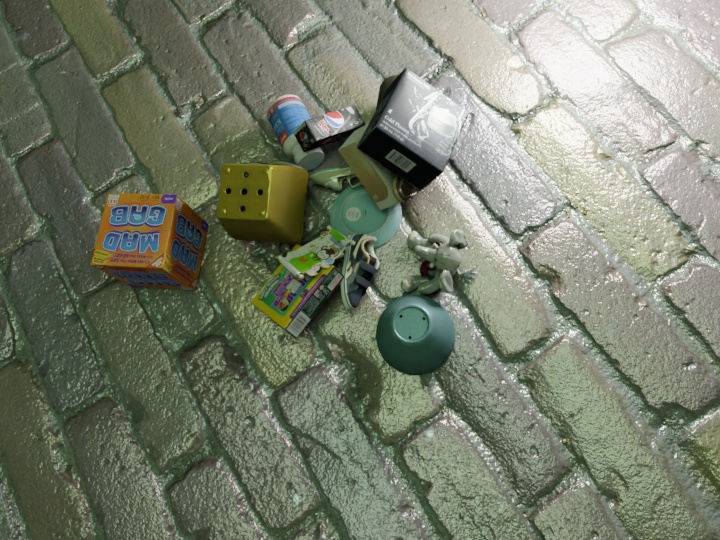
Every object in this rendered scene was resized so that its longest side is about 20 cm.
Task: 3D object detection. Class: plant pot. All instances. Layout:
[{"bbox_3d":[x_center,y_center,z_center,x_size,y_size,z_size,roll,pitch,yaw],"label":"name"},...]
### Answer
[{"bbox_3d":[-0.263,-0.183,1.532,0.199,0.176,0.201,4,87,14],"label":"plant pot"},{"bbox_3d":[0.129,0.145,1.452,0.199,0.135,0.201,-3,73,8],"label":"plant pot"}]

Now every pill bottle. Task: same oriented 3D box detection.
[{"bbox_3d":[-0.179,-0.386,1.684,0.112,0.112,0.200,-27,69,0],"label":"pill bottle"}]

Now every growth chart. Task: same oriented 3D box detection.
[{"bbox_3d":[-0.109,-0.046,1.522,0.200,0.018,0.145,-33,40,-29],"label":"growth chart"}]

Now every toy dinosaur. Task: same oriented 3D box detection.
[{"bbox_3d":[-0.194,-0.133,1.644,0.088,0.047,0.201,-16,67,11],"label":"toy dinosaur"}]

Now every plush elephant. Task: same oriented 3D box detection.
[{"bbox_3d":[0.193,-0.025,1.483,0.199,0.155,0.165,13,75,14],"label":"plush elephant"}]

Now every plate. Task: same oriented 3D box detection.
[{"bbox_3d":[0.013,-0.154,1.625,0.199,0.026,0.201,-3,73,8],"label":"plate"}]

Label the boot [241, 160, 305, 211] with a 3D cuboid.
[{"bbox_3d":[-0.253,-0.222,1.660,0.203,0.073,0.154,5,75,26],"label":"boot"}]

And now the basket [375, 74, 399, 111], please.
[{"bbox_3d":[0.109,-0.421,1.639,0.180,0.136,0.201,-1,68,-3],"label":"basket"}]

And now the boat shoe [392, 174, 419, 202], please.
[{"bbox_3d":[0.151,-0.244,1.555,0.072,0.200,0.072,-17,109,41],"label":"boat shoe"}]

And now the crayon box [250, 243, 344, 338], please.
[{"bbox_3d":[-0.165,0.049,1.538,0.200,0.058,0.172,-52,44,-8],"label":"crayon box"}]

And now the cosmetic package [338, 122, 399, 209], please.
[{"bbox_3d":[0.042,-0.270,1.556,0.071,0.200,0.105,-16,29,44],"label":"cosmetic package"}]

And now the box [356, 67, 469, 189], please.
[{"bbox_3d":[0.130,-0.345,1.469,0.200,0.124,0.197,31,65,-13],"label":"box"}]

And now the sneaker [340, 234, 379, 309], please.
[{"bbox_3d":[0.000,0.000,1.540,0.079,0.078,0.201,-3,75,26],"label":"sneaker"}]

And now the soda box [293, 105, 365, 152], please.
[{"bbox_3d":[-0.083,-0.388,1.628,0.200,0.071,0.063,-31,91,-41],"label":"soda box"}]

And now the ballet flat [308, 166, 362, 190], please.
[{"bbox_3d":[-0.042,-0.254,1.646,0.199,0.069,0.070,-12,71,6],"label":"ballet flat"}]

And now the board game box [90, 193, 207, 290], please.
[{"bbox_3d":[-0.556,-0.074,1.603,0.199,0.200,0.201,3,73,11],"label":"board game box"}]
